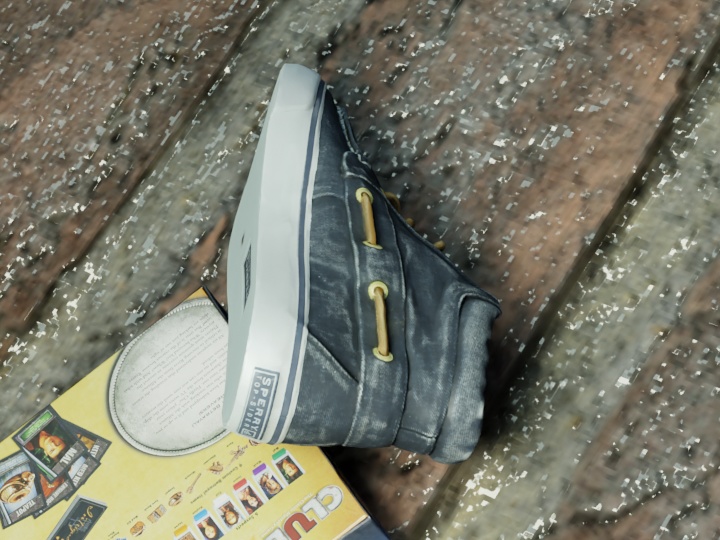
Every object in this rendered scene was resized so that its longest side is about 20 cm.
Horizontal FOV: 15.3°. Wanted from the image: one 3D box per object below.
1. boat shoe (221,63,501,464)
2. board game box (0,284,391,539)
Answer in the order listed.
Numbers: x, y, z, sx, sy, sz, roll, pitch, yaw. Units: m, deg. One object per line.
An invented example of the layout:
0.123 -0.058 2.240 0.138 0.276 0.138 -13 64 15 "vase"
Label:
0.000 0.000 0.992 0.091 0.071 0.201 13 37 -9 "boat shoe"
-0.100 0.115 0.979 0.200 0.035 0.136 -37 50 -1 "board game box"
